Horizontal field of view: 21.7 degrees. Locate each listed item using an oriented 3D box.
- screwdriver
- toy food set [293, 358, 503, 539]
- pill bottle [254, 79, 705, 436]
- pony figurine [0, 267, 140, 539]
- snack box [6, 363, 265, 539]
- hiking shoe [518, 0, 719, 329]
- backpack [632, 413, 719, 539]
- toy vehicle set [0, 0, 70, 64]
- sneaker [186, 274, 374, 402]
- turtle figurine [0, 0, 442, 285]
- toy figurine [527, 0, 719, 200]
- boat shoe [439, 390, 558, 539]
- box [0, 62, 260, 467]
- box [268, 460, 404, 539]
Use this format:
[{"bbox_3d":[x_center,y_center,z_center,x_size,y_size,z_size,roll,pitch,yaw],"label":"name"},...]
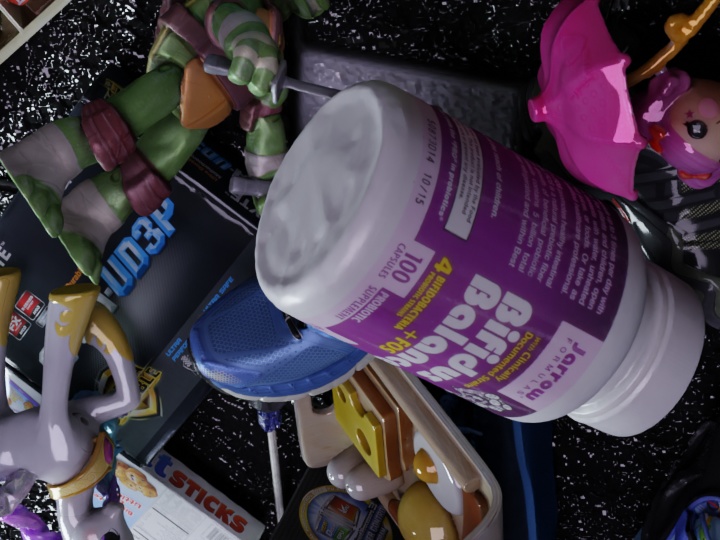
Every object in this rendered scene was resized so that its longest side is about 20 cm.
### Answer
[{"bbox_3d":[-0.050,0.103,1.103,0.028,0.029,0.201,-19,136,-15],"label":"screwdriver"},{"bbox_3d":[0.014,0.124,1.020,0.200,0.060,0.144,51,157,40],"label":"toy food set"},{"bbox_3d":[0.060,0.003,0.864,0.199,0.113,0.112,26,129,-26],"label":"pill bottle"},{"bbox_3d":[-0.206,0.104,1.071,0.191,0.167,0.202,-3,106,15],"label":"pony figurine"},{"bbox_3d":[-0.156,0.123,1.173,0.199,0.024,0.072,38,138,-5],"label":"snack box"},{"bbox_3d":[0.175,-0.047,0.922,0.200,0.076,0.101,38,129,-4],"label":"hiking shoe"},{"bbox_3d":[0.221,0.198,1.023,0.182,0.135,0.201,27,128,3],"label":"backpack"},{"bbox_3d":[-0.194,-0.193,0.998,0.199,0.027,0.124,-34,104,33],"label":"toy vehicle set"},{"bbox_3d":[0.000,0.000,0.962,0.199,0.079,0.089,-24,153,2],"label":"sneaker"},{"bbox_3d":[-0.065,-0.061,0.933,0.193,0.144,0.201,-36,97,-3],"label":"turtle figurine"},{"bbox_3d":[0.168,-0.100,0.839,0.184,0.151,0.200,-39,127,23],"label":"toy figurine"},{"bbox_3d":[0.068,0.098,1.048,0.068,0.084,0.202,5,120,18],"label":"boat shoe"},{"bbox_3d":[-0.134,0.002,1.084,0.159,0.046,0.200,38,126,-6],"label":"box"},{"bbox_3d":[0.005,0.214,1.070,0.159,0.200,0.044,28,126,2],"label":"box"}]
